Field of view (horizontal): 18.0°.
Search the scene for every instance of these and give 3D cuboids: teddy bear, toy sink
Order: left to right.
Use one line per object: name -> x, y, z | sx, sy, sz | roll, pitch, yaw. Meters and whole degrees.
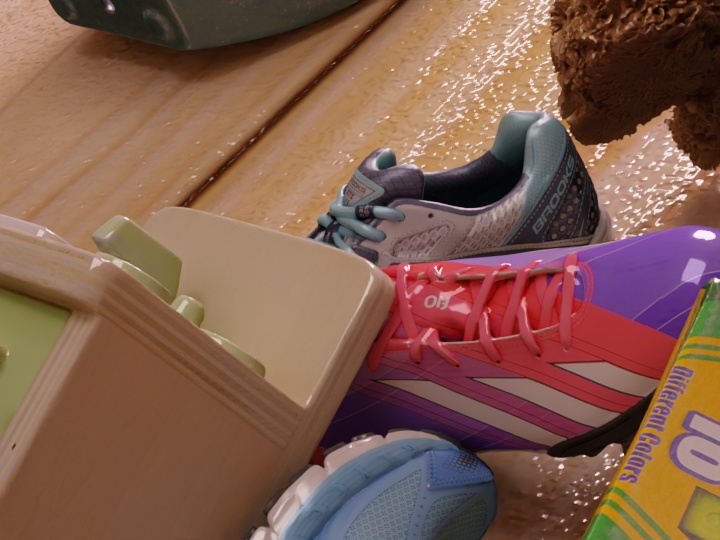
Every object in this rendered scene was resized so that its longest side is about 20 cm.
toy sink -> -0.103, 0.050, 0.728 | 0.130, 0.112, 0.201 | 16, 72, 47
teddy bear -> 0.161, -0.107, 0.894 | 0.199, 0.145, 0.067 | -20, 53, -7

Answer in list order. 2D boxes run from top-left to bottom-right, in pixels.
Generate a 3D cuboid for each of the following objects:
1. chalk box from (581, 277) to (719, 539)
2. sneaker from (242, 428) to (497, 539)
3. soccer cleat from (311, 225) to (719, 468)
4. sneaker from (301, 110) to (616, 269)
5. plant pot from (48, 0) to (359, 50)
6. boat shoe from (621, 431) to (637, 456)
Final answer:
chalk box -> 0.141, 0.116, 0.537 | 0.199, 0.125, 0.124 | 24, 43, 10
sneaker -> -0.008, 0.132, 0.690 | 0.089, 0.079, 0.200 | 23, 50, 23
soccer cleat -> 0.039, 0.023, 0.749 | 0.199, 0.073, 0.069 | -22, 38, 44
sneaker -> 0.000, 0.000, 0.861 | 0.199, 0.087, 0.078 | -26, 32, -14
plant pot -> -0.081, -0.223, 1.173 | 0.195, 0.197, 0.200 | 16, 54, 43
boat shoe -> 0.142, 0.063, 0.719 | 0.070, 0.073, 0.200 | 0, 21, -19
